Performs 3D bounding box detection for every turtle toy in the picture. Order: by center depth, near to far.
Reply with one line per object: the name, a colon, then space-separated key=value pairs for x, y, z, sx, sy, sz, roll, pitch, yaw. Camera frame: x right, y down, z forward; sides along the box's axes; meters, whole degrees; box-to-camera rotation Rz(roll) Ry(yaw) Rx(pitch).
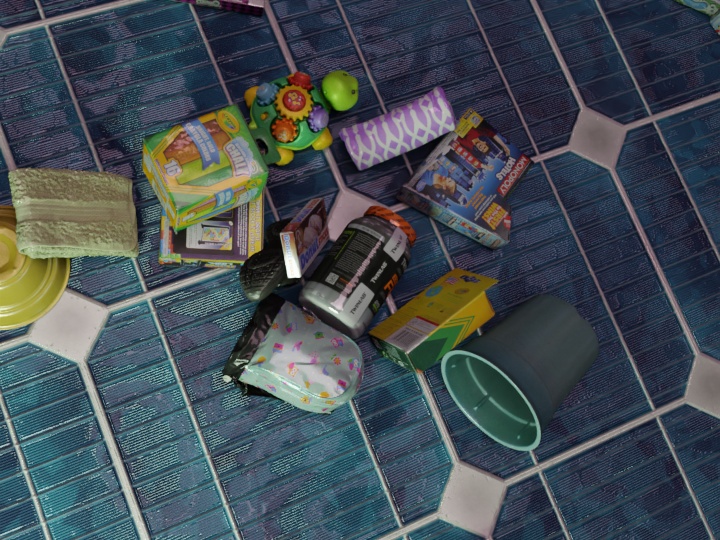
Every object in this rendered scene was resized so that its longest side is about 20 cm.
turtle toy: x=-0.097 y=-0.277 z=1.497 sx=0.200 sy=0.101 sz=0.146 roll=-24 pitch=83 yaw=-17

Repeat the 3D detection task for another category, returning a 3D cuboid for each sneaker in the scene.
sneaker: x=-0.125 y=-0.004 z=1.396 sx=0.076 sy=0.091 sz=0.200 roll=-5 pitch=31 yaw=23

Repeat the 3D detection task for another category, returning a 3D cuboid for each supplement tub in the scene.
supplement tub: x=0.000 y=0.000 z=1.440 sx=0.123 sy=0.123 sz=0.200 roll=35 pitch=73 yaw=-2

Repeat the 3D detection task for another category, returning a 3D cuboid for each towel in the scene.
towel: x=-0.438 y=-0.090 z=1.372 sx=0.200 sy=0.036 sz=0.148 roll=-1 pitch=72 yaw=-43

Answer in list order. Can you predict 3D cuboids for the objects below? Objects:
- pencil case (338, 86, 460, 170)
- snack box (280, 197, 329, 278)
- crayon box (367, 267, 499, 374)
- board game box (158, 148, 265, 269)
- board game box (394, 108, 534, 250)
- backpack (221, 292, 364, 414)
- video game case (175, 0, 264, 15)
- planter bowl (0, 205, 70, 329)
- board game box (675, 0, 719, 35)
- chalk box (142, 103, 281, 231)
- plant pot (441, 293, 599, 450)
pencil case: x=0.065 y=-0.244 z=1.506 sx=0.200 sy=0.084 sz=0.086 roll=-23 pitch=57 yaw=5
snack box: x=-0.085 y=-0.055 z=1.397 sx=0.024 sy=0.200 sz=0.072 roll=-4 pitch=108 yaw=13
crayon box: x=0.126 y=0.078 z=1.444 sx=0.200 sy=0.127 sz=0.051 roll=-36 pitch=115 yaw=-17
board game box: x=-0.242 y=-0.105 z=1.448 sx=0.165 sy=0.057 sz=0.200 roll=4 pitch=75 yaw=-14
board game box: x=0.200 y=-0.142 z=1.543 sx=0.200 sy=0.062 sz=0.200 roll=41 pitch=71 yaw=-1
backpack: x=-0.094 y=0.142 z=1.381 sx=0.200 sy=0.127 sz=0.167 roll=29 pitch=72 yaw=-2
video game case: x=-0.260 y=-0.551 z=1.564 sx=0.200 sy=0.036 sz=0.181 roll=8 pitch=74 yaw=-10
planter bowl: x=-0.549 y=-0.016 z=1.344 sx=0.200 sy=0.083 sz=0.201 roll=3 pitch=75 yaw=-12
board game box: x=0.728 y=-0.561 z=1.769 sx=0.200 sy=0.062 sz=0.200 roll=20 pitch=72 yaw=-7
chalk box: x=-0.221 y=-0.166 z=1.374 sx=0.200 sy=0.124 sz=0.125 roll=-26 pitch=83 yaw=-18
plant pot: x=0.269 y=0.152 z=1.436 sx=0.196 sy=0.200 sz=0.200 roll=-38 pitch=87 yaw=-27
